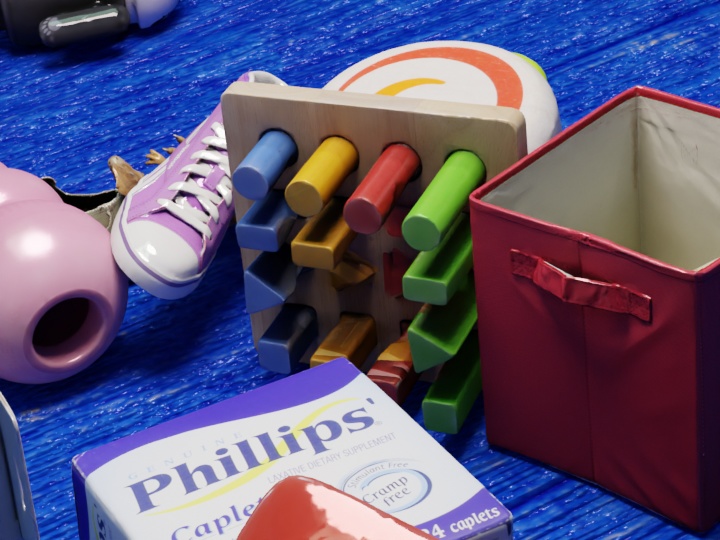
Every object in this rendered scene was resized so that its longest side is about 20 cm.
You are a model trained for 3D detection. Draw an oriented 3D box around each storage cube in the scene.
[{"bbox_3d":[0.188,0.018,1.394,0.170,0.181,0.200,20,38,37],"label":"storage cube"}]

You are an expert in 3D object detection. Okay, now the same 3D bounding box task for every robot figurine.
[{"bbox_3d":[-0.252,-0.260,2.005,0.199,0.151,0.125,-9,-6,-4],"label":"robot figurine"}]

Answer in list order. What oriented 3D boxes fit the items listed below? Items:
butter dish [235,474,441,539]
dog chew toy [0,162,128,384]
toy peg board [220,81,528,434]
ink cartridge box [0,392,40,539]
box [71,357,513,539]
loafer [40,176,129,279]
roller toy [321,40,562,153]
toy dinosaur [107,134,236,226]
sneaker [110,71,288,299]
[{"bbox_3d":[0.011,0.232,1.110,0.199,0.148,0.201,24,81,30],"label":"butter dish"},{"bbox_3d":[-0.241,-0.012,1.561,0.124,0.125,0.200,-21,43,-24],"label":"dog chew toy"},{"bbox_3d":[0.000,0.000,1.438,0.198,0.201,0.098,7,33,21],"label":"toy peg board"},{"bbox_3d":[-0.259,0.098,1.401,0.066,0.116,0.200,-17,32,-19],"label":"ink cartridge box"},{"bbox_3d":[-0.039,0.159,1.268,0.183,0.105,0.200,-19,32,-22],"label":"box"},{"bbox_3d":[-0.244,-0.040,1.677,0.199,0.070,0.075,4,32,16],"label":"loafer"},{"bbox_3d":[0.051,-0.054,1.582,0.199,0.140,0.183,-16,38,-3],"label":"roller toy"},{"bbox_3d":[-0.101,-0.049,1.685,0.199,0.061,0.106,7,22,-28],"label":"toy dinosaur"},{"bbox_3d":[-0.099,-0.070,1.545,0.072,0.114,0.201,35,36,-8],"label":"sneaker"}]
